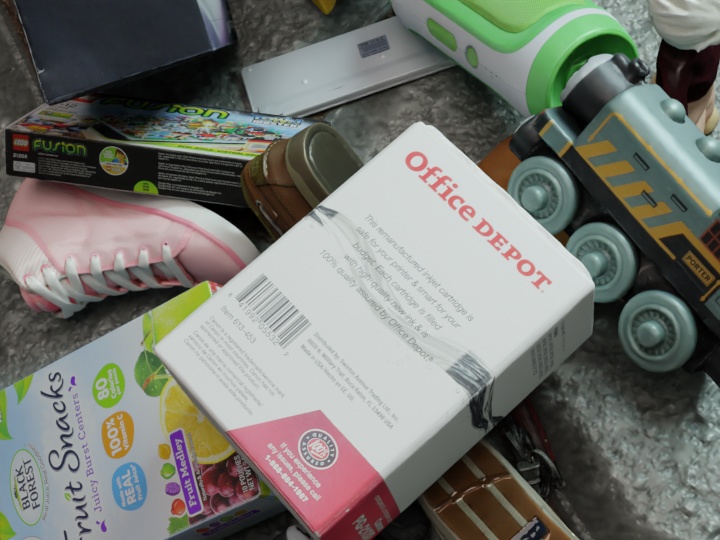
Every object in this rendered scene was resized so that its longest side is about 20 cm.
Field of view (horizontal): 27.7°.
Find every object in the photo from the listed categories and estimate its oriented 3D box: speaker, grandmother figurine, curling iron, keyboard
[{"bbox_3d":[0.096,-0.165,0.976,0.088,0.088,0.200,-38,44,-7],"label":"speaker"},{"bbox_3d":[0.202,-0.125,0.914,0.060,0.200,0.121,5,68,13],"label":"grandmother figurine"},{"bbox_3d":[0.086,0.051,0.922,0.026,0.050,0.200,-21,79,7],"label":"curling iron"},{"bbox_3d":[0.012,-0.157,1.070,0.200,0.011,0.056,-18,60,2],"label":"keyboard"}]

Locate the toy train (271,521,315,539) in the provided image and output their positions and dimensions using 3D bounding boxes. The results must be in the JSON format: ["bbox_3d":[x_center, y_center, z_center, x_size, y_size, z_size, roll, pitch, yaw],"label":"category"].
[{"bbox_3d":[-0.083,0.219,0.854,0.200,0.114,0.085,-37,66,9],"label":"toy train"}]

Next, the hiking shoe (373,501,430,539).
[{"bbox_3d":[-0.019,0.090,0.931,0.200,0.076,0.101,39,82,23],"label":"hiking shoe"}]

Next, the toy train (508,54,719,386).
[{"bbox_3d":[0.172,-0.031,0.841,0.200,0.085,0.114,52,126,19],"label":"toy train"}]

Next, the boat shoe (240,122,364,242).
[{"bbox_3d":[0.000,0.000,0.933,0.068,0.072,0.200,-24,105,35],"label":"boat shoe"}]

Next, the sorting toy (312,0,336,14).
[{"bbox_3d":[0.022,-0.282,1.035,0.180,0.200,0.107,-29,84,-3],"label":"sorting toy"}]

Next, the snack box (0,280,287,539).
[{"bbox_3d":[-0.143,0.113,0.917,0.200,0.053,0.142,-27,65,24],"label":"snack box"}]

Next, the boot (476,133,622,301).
[{"bbox_3d":[0.134,-0.001,0.946,0.155,0.077,0.200,-27,75,6],"label":"boot"}]

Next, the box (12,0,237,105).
[{"bbox_3d":[-0.171,-0.229,0.990,0.123,0.200,0.199,-16,101,3],"label":"box"}]

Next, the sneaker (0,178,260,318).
[{"bbox_3d":[-0.167,-0.003,0.999,0.200,0.075,0.105,19,67,25],"label":"sneaker"}]

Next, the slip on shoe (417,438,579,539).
[{"bbox_3d":[0.100,0.183,0.881,0.076,0.061,0.200,-40,84,-6],"label":"slip on shoe"}]

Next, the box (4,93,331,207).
[{"bbox_3d":[-0.129,-0.084,1.005,0.200,0.110,0.035,8,112,9],"label":"box"}]

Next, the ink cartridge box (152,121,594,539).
[{"bbox_3d":[0.011,0.039,0.812,0.200,0.084,0.145,-41,67,-9],"label":"ink cartridge box"}]
